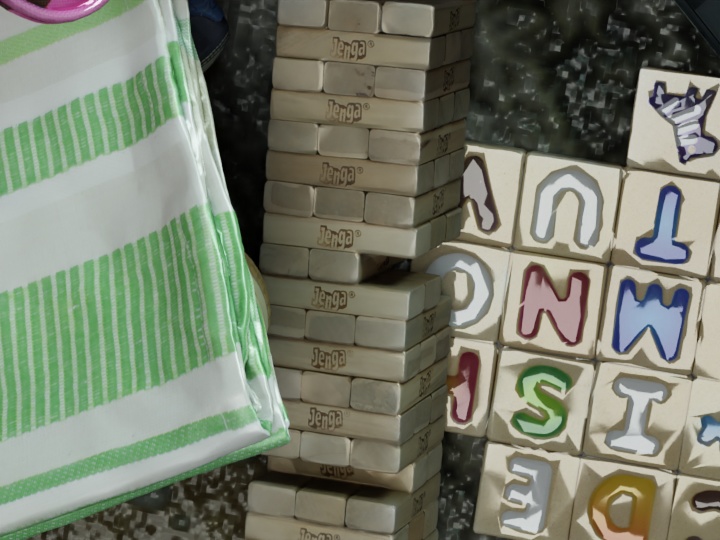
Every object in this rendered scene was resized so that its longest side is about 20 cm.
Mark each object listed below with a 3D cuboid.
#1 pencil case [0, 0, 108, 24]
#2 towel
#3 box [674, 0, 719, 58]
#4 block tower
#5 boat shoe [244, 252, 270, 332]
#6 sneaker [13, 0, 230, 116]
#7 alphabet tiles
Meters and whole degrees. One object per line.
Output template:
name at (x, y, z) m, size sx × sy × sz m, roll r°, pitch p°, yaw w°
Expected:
pencil case at (-0.149, -0.143, 0.788) m, size 0.199 × 0.094 × 0.091 m, roll 25°, pitch 62°, yaw 38°
towel at (-0.109, -0.018, 0.792) m, size 0.152 × 0.023 × 0.201 m, roll -22°, pitch 68°, yaw 17°
box at (0.200, -0.072, 0.750) m, size 0.159 × 0.046 × 0.200 m, roll 51°, pitch 146°, yaw 0°
block tower at (0.000, 0.000, 0.854) m, size 0.054 × 0.058 × 0.201 m, roll 7°, pitch 101°, yaw 17°
boat shoe at (-0.125, 0.045, 0.825) m, size 0.199 × 0.065 × 0.071 m, roll -23°, pitch 114°, yaw 15°
sneaker at (-0.101, -0.011, 0.873) m, size 0.085 × 0.077 × 0.200 m, roll 40°, pitch 112°, yaw -10°
alphabet tiles at (0.114, 0.019, 0.869) m, size 0.199 × 0.008 × 0.168 m, roll 9°, pitch 103°, yaw 7°
